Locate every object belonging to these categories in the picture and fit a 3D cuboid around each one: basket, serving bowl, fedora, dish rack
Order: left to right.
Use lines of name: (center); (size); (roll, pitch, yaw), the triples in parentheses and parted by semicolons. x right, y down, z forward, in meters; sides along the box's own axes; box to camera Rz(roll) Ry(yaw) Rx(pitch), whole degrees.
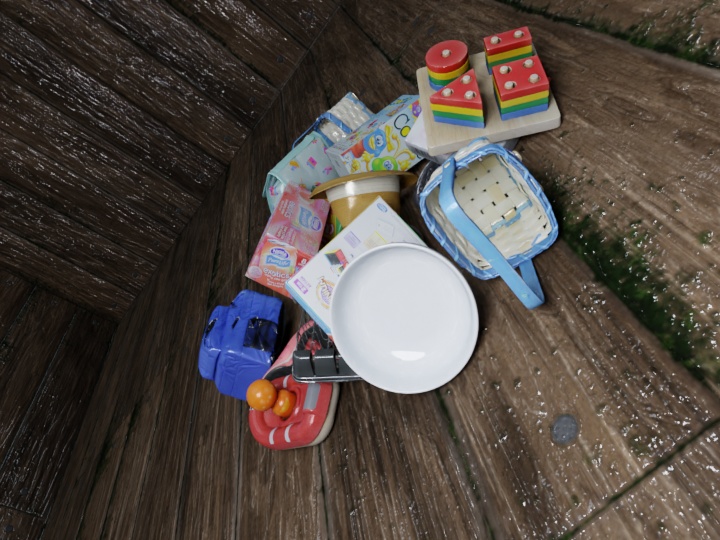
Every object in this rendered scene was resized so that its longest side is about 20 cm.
dish rack: (-0.031, 0.089, 0.907); (0.150, 0.055, 0.202); (-3, 37, 4)
basket: (-0.041, -0.297, 1.311); (0.201, 0.176, 0.139); (-51, 8, -18)
fedora: (0.010, -0.113, 0.945); (0.199, 0.198, 0.083); (-13, 87, 56)
serving bowl: (0.060, 0.057, 0.741); (0.200, 0.200, 0.066); (-47, -3, 21)
basket: (0.155, -0.067, 0.678); (0.138, 0.176, 0.201); (-32, 25, 29)

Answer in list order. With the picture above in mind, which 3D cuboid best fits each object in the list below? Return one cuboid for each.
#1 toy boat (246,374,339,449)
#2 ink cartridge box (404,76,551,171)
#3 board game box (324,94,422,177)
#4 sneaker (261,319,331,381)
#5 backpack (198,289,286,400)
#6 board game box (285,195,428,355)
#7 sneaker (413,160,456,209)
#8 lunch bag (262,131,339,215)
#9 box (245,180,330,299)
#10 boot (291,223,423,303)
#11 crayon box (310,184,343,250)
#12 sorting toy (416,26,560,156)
toy boat: (-0.135, 0.224, 0.938); (0.199, 0.130, 0.132); (-28, 42, 46)
ink cartridge box: (0.188, -0.258, 0.897); (0.161, 0.057, 0.202); (28, 89, 31)
board game box: (0.048, -0.242, 1.083); (0.199, 0.104, 0.105); (-36, 25, -6)
sneaker: (-0.121, 0.172, 1.069); (0.201, 0.073, 0.087); (-49, 13, 10)
backpack: (-0.241, 0.138, 1.165); (0.202, 0.165, 0.163); (-81, 17, -48)
board game box: (0.009, 0.010, 0.829); (0.200, 0.153, 0.040); (-42, -5, -16)
sneaker: (0.156, -0.188, 0.973); (0.202, 0.071, 0.083); (-60, 2, -5)
lunch bag: (-0.118, -0.175, 1.202); (0.120, 0.202, 0.171); (15, 49, 35)
box: (-0.126, -0.061, 0.998); (0.103, 0.094, 0.201); (-56, 15, 31)
boot: (0.000, 0.000, 0.915); (0.197, 0.070, 0.175); (-12, 26, 25)
crayon box: (-0.072, -0.055, 1.116); (0.126, 0.050, 0.203); (34, 114, 45)
sorting toy: (0.187, -0.291, 0.857); (0.195, 0.070, 0.203); (-11, 53, 11)
